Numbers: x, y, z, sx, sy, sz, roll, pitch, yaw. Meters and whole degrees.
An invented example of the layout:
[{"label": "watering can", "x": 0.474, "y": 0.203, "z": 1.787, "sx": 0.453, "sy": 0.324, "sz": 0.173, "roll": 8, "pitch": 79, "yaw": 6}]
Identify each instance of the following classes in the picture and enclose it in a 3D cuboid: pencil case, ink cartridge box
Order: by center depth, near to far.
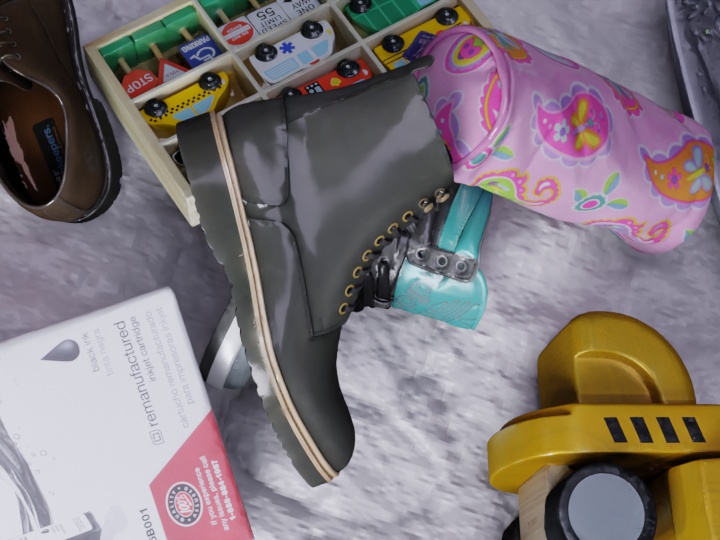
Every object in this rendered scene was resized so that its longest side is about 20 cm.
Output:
[{"label": "ink cartridge box", "x": -0.175, "y": 0.109, "z": 1.301, "sx": 0.199, "sy": 0.084, "sz": 0.145, "roll": -19, "pitch": 89, "yaw": -14}, {"label": "pencil case", "x": 0.107, "y": -0.070, "z": 1.351, "sx": 0.199, "sy": 0.087, "sz": 0.088, "roll": 16, "pitch": 78, "yaw": -43}]

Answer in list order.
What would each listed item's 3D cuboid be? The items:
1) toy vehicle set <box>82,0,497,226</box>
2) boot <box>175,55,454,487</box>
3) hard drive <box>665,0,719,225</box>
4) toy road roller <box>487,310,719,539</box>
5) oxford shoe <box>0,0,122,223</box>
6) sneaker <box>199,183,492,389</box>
[{"label": "toy vehicle set", "x": -0.037, "y": -0.117, "z": 1.359, "sx": 0.199, "sy": 0.027, "sz": 0.124, "roll": -28, "pitch": 58, "yaw": -15}, {"label": "boot", "x": 0.000, "y": 0.000, "z": 1.271, "sx": 0.137, "sy": 0.078, "sz": 0.201, "roll": -18, "pitch": 107, "yaw": 1}, {"label": "hard drive", "x": 0.256, "y": -0.078, "z": 1.449, "sx": 0.134, "sy": 0.042, "sz": 0.202, "roll": -17, "pitch": 88, "yaw": -15}, {"label": "toy road roller", "x": 0.168, "y": 0.102, "z": 1.370, "sx": 0.198, "sy": 0.123, "sz": 0.147, "roll": 1, "pitch": 72, "yaw": -13}, {"label": "oxford shoe", "x": -0.190, "y": -0.121, "z": 1.318, "sx": 0.072, "sy": 0.084, "sz": 0.201, "roll": -28, "pitch": 87, "yaw": 13}, {"label": "sneaker", "x": 0.008, "y": 0.006, "z": 1.362, "sx": 0.120, "sy": 0.084, "sz": 0.201, "roll": 35, "pitch": 75, "yaw": 2}]
